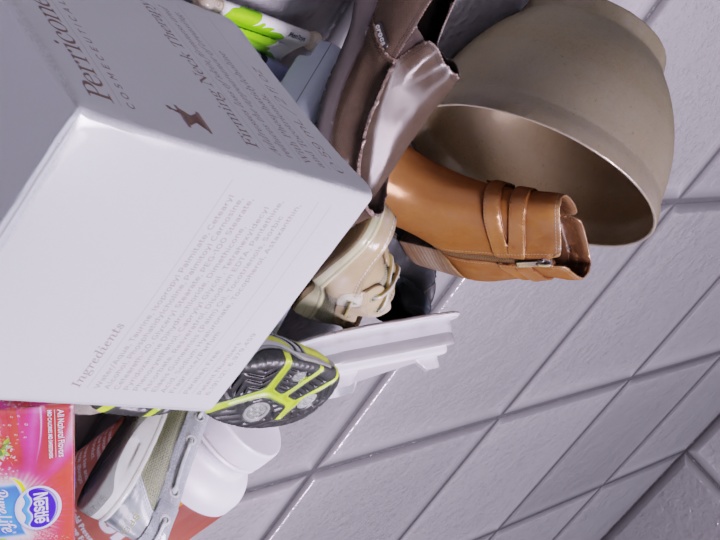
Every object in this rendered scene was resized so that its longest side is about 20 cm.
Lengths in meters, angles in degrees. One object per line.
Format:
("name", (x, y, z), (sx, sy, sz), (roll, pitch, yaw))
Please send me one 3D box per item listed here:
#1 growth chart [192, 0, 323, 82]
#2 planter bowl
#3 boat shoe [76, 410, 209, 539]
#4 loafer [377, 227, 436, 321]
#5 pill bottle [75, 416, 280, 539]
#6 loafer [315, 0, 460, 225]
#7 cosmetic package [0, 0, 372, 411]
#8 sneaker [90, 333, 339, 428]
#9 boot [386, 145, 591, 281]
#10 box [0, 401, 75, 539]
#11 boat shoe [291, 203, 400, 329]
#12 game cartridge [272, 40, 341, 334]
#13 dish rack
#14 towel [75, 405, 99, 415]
("growth chart", (-0.105, -0.091, 0.796), (0.145, 0.018, 0.200), (-2, 136, -54))
("planter bowl", (0.154, -0.125, 0.930), (0.135, 0.200, 0.200), (-63, 159, -16))
("boat shoe", (-0.127, 0.107, 0.862), (0.074, 0.065, 0.202), (-43, -167, 38))
("loafer", (0.014, -0.020, 1.034), (0.073, 0.073, 0.200), (-68, 154, -18))
("pill bottle", (-0.165, 0.167, 0.977), (0.200, 0.112, 0.112), (-38, 156, 17))
("loafer", (0.024, -0.122, 0.760), (0.073, 0.071, 0.201), (-5, 108, -72))
("cosmetic package", (-0.139, -0.045, 0.622), (0.200, 0.167, 0.166), (11, 124, -51))
("sneaker", (-0.098, 0.054, 0.819), (0.200, 0.077, 0.075), (15, 126, -38))
("boot", (0.080, -0.055, 0.917), (0.200, 0.154, 0.074), (42, 63, -49))
("box", (-0.238, 0.118, 0.797), (0.099, 0.096, 0.200), (-3, 136, -16))
("boat shoe", (0.000, 0.000, 0.915), (0.072, 0.065, 0.200), (-65, -175, -23))
("game cartridge", (-0.051, -0.042, 0.824), (0.200, 0.041, 0.133), (98, 12, -57))
("dish rack", (-0.025, 0.084, 1.036), (0.171, 0.044, 0.200), (-8, 171, -40))
("towel", (-0.170, 0.035, 0.870), (0.200, 0.035, 0.132), (-42, 155, 16))
